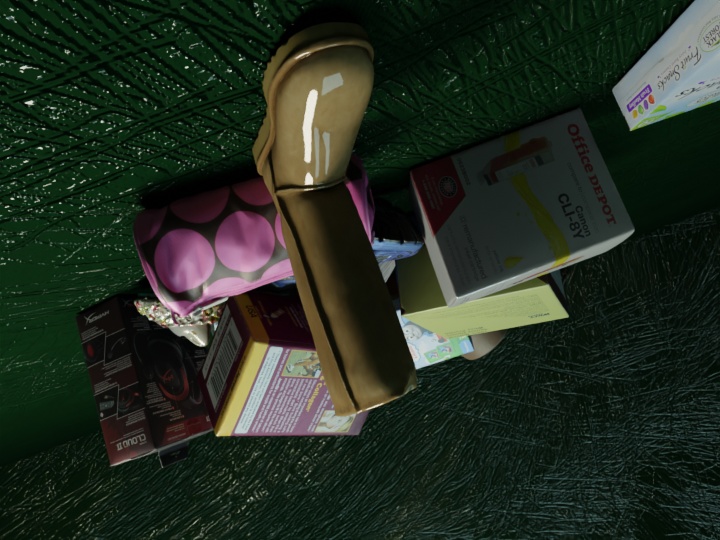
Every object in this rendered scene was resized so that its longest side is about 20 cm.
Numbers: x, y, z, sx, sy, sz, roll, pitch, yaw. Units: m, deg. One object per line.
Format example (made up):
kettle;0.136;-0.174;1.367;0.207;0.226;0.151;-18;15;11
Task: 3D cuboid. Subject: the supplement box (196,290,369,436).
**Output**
supplement box;-0.073;0.112;0.675;0.197;0.103;0.133;12;113;-35

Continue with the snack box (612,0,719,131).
snack box;0.325;-0.201;0.473;0.139;0.054;0.200;-18;170;-7

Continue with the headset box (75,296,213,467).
headset box;-0.256;0.140;0.719;0.074;0.204;0.148;-22;171;18

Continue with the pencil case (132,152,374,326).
pencil case;-0.080;-0.029;0.478;0.196;0.096;0.091;-19;172;-8

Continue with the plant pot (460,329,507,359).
plant pot;0.190;0.073;1.105;0.200;0.175;0.200;-41;-171;8

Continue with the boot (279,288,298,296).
boot;-0.066;0.043;0.946;0.072;0.077;0.199;-19;169;25

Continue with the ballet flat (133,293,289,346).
ballet flat;-0.168;0.059;0.685;0.196;0.066;0.075;2;176;-27

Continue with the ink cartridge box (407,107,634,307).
ink cartridge box;0.166;-0.065;0.617;0.196;0.148;0.083;-20;169;0

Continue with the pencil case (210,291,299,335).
pencil case;-0.106;0.072;0.797;0.195;0.080;0.090;9;160;-2

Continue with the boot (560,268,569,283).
boot;0.268;-0.001;0.994;0.199;0.152;0.073;-39;-178;-25

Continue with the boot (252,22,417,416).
boot;-0.006;-0.018;0.361;0.065;0.204;0.175;-15;170;-19

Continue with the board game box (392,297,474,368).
board game box;0.086;0.113;1.010;0.196;0.037;0.153;-20;127;15

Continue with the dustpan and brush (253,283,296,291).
dustpan and brush;-0.092;-0.007;0.709;0.138;0.059;0.197;-10;170;44

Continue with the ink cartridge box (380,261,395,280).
ink cartridge box;0.000;0.000;0.797;0.095;0.044;0.200;-60;166;1

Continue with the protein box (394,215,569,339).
protein box;0.174;0.000;0.808;0.194;0.138;0.199;-14;159;24

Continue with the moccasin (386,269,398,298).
moccasin;0.103;-0.007;1.015;0.076;0.075;0.200;14;152;-32

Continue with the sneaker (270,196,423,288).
sneaker;-0.020;-0.027;0.614;0.196;0.076;0.079;-5;141;-26
